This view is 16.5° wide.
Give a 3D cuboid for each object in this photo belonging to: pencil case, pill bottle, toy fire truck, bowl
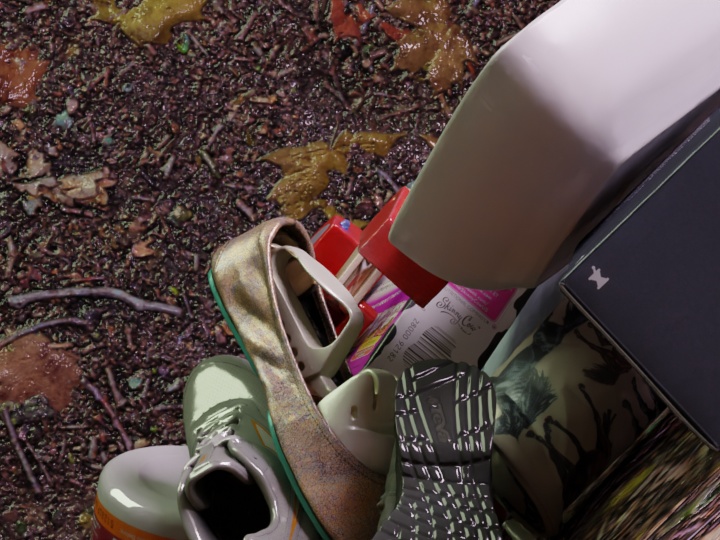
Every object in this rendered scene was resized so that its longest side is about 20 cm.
[{"bbox_3d":[0.133,0.050,1.291,0.200,0.090,0.078,-45,35,-16],"label":"pencil case"},{"bbox_3d":[-0.110,0.212,1.430,0.110,0.109,0.201,-43,-34,-68],"label":"pill bottle"},{"bbox_3d":[0.000,0.000,1.405,0.141,0.049,0.200,-48,9,17],"label":"toy fire truck"},{"bbox_3d":[0.122,-0.076,1.242,0.200,0.075,0.200,-36,-13,-33],"label":"bowl"}]

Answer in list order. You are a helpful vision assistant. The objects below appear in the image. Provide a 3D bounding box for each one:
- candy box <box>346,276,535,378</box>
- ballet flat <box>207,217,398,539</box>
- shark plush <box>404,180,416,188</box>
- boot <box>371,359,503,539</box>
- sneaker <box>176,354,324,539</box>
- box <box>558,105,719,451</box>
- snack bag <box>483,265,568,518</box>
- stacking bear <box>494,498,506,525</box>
[{"bbox_3d":[0.051,0.014,1.450,0.200,0.061,0.136,-55,10,-21],"label":"candy box"},{"bbox_3d":[-0.019,0.055,1.277,0.067,0.201,0.068,-37,-27,21],"label":"ballet flat"},{"bbox_3d":[0.118,-0.026,1.713,0.199,0.083,0.091,3,-73,-46],"label":"shark plush"},{"bbox_3d":[0.036,0.154,1.196,0.131,0.067,0.201,91,-173,-48],"label":"boot"},{"bbox_3d":[-0.061,0.104,1.288,0.076,0.092,0.200,-37,42,10],"label":"sneaker"},{"bbox_3d":[0.197,-0.033,1.130,0.200,0.104,0.182,-45,-2,10],"label":"box"},{"bbox_3d":[0.080,0.087,1.529,0.200,0.021,0.190,-43,30,49],"label":"snack bag"},{"bbox_3d":[-0.018,0.181,1.340,0.200,0.121,0.114,-54,19,-18],"label":"stacking bear"}]
